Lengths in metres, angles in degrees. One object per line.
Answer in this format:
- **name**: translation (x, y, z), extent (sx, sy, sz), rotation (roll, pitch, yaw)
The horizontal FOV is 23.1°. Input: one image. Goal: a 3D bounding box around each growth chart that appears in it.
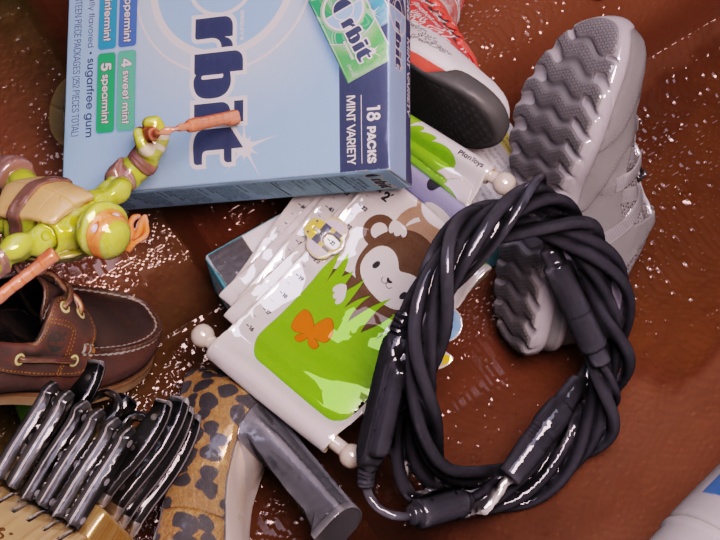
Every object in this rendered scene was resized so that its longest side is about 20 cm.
- **growth chart**: translation (0.000, 0.000, 0.991), extent (0.145, 0.018, 0.200), rotation (28, 78, 20)

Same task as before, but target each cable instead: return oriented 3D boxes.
- **cable**: translation (0.084, 0.046, 0.942), extent (0.163, 0.200, 0.051), rotation (4, 17, -29)

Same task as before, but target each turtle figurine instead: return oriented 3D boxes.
- **turtle figurine**: translation (-0.169, -0.038, 0.953), extent (0.161, 0.064, 0.200), rotation (19, 48, 36)

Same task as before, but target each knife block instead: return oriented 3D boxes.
- **knife block**: translation (-0.160, 0.151, 0.919), extent (0.064, 0.200, 0.176), rotation (27, 29, 22)

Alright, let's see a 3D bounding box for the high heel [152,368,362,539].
- **high heel**: translation (-0.113, 0.148, 0.976), extent (0.200, 0.071, 0.143), rotation (-38, 55, -9)

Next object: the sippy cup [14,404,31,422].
- **sippy cup**: translation (-0.270, 0.114, 0.961), extent (0.140, 0.178, 0.130), rotation (-50, 52, 26)

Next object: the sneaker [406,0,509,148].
- **sneaker**: translation (0.040, -0.147, 1.067), extent (0.108, 0.067, 0.201), rotation (-44, 43, -20)

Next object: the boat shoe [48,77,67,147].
- **boat shoe**: translation (-0.086, -0.089, 1.076), extent (0.200, 0.066, 0.072), rotation (3, 84, 8)

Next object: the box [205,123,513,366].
- **box**: translation (0.015, -0.017, 1.046), extent (0.200, 0.049, 0.082), rotation (-30, 67, -11)

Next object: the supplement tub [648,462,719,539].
- **supplement tub**: translation (0.259, 0.123, 0.923), extent (0.200, 0.132, 0.132), rotation (-41, 69, -17)

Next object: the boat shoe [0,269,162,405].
- **boat shoe**: translation (-0.185, 0.035, 0.965), extent (0.200, 0.070, 0.070), rotation (-10, 42, -48)

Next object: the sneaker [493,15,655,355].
- **sneaker**: translation (0.131, -0.049, 0.999), extent (0.082, 0.200, 0.075), rotation (-3, 29, -27)

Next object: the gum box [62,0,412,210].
- **gum box**: translation (-0.071, -0.126, 1.007), extent (0.200, 0.045, 0.170), rotation (-3, 79, 18)
